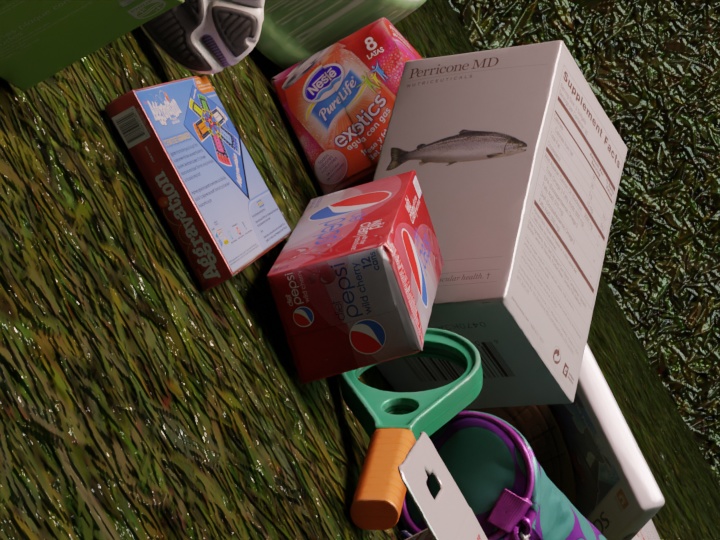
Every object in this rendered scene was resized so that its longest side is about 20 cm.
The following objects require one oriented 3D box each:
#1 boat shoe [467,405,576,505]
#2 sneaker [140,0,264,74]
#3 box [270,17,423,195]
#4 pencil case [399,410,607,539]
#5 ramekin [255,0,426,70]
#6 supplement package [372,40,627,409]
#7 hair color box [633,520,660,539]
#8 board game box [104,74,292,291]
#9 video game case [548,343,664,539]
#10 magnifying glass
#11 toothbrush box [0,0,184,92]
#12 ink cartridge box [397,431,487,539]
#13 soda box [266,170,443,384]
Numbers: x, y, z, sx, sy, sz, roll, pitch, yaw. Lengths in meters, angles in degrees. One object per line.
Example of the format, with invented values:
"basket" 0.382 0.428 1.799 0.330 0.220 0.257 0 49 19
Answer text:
"boat shoe" 0.085 0.079 1.634 0.200 0.073 0.065 61 14 -2
"sneaker" -0.110 -0.199 1.381 0.200 0.081 0.083 62 3 15
"box" 0.024 -0.090 1.730 0.100 0.095 0.200 64 10 19
"pencil case" 0.092 0.159 1.398 0.092 0.085 0.200 47 -1 38
"ramekin" -0.034 -0.244 1.700 0.200 0.098 0.200 42 33 -36
"supplement package" 0.079 -0.027 1.532 0.117 0.117 0.200 52 42 -44
"hair color box" 0.178 0.195 1.841 0.200 0.064 0.111 50 16 -57
"board game box" -0.081 -0.050 1.271 0.103 0.019 0.200 63 9 -3
"video game case" 0.126 0.106 1.662 0.200 0.023 0.182 65 -23 20
"magnifying glass" 0.020 0.081 1.315 0.200 0.080 0.022 -73 161 -63
"toothbrush box" -0.164 -0.173 0.966 0.146 0.086 0.200 64 9 15
"ink cartridge box" 0.043 0.182 1.108 0.200 0.068 0.115 62 9 -1
"soda box" 0.000 0.000 1.353 0.200 0.070 0.063 -68 141 -76
